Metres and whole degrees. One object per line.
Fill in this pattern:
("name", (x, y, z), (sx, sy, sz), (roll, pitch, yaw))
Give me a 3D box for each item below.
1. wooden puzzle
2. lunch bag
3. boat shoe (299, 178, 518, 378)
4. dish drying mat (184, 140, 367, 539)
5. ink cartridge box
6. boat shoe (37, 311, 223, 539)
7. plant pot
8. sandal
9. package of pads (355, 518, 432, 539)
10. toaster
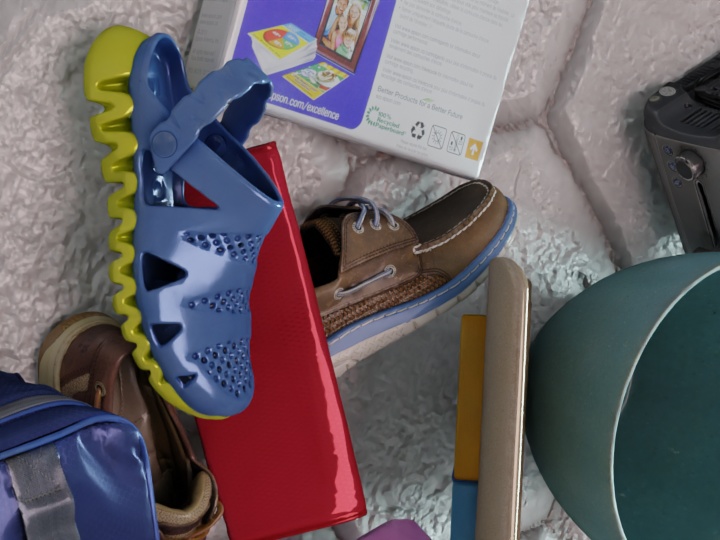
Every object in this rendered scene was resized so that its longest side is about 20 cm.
("wooden puzzle", (0.072, 0.091, 1.224), (0.037, 0.200, 0.186), (3, 86, 5))
("lunch bag", (-0.172, 0.158, 1.067), (0.136, 0.132, 0.201), (-19, 112, -35))
("boat shoe", (0.000, 0.000, 1.204), (0.200, 0.072, 0.073), (-36, 114, -22))
("dish drying mat", (-0.056, 0.039, 1.155), (0.077, 0.018, 0.201), (-14, 93, 2))
("ink cartridge box", (0.013, -0.167, 1.199), (0.198, 0.043, 0.201), (15, 93, -41))
("boat shoe", (-0.110, 0.120, 1.147), (0.072, 0.072, 0.201), (-23, 114, -33))
("plant pot", (0.174, 0.079, 1.329), (0.200, 0.135, 0.201), (-10, 107, -37))
("sandal", (-0.077, -0.026, 1.095), (0.079, 0.087, 0.201), (-24, 105, -69))
("package of pads", (-0.042, 0.224, 1.197), (0.200, 0.076, 0.121), (-33, 163, -29))
("toaster", (0.271, -0.077, 1.390), (0.200, 0.113, 0.129), (-34, 124, -31))
